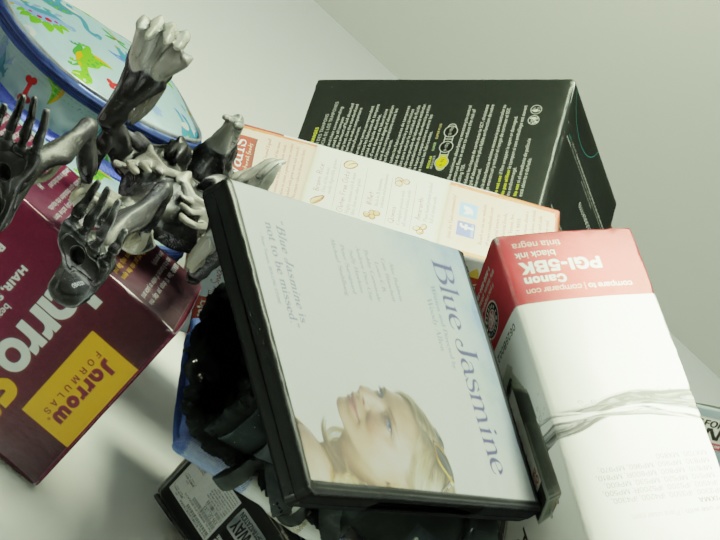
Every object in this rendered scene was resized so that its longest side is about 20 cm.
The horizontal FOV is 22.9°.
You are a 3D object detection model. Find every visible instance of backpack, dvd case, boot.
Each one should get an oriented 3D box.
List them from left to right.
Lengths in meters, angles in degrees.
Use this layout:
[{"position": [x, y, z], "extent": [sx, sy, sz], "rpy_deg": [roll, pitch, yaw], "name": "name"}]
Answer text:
[{"position": [-0.182, -0.065, 1.002], "extent": [0.183, 0.147, 0.200], "rpy_deg": [28, 23, -40], "name": "backpack"}, {"position": [-0.013, 0.061, 0.879], "extent": [0.162, 0.073, 0.199], "rpy_deg": [37, 23, -24], "name": "boot"}, {"position": [0.011, 0.042, 0.808], "extent": [0.200, 0.017, 0.143], "rpy_deg": [15, 53, -56], "name": "dvd case"}]

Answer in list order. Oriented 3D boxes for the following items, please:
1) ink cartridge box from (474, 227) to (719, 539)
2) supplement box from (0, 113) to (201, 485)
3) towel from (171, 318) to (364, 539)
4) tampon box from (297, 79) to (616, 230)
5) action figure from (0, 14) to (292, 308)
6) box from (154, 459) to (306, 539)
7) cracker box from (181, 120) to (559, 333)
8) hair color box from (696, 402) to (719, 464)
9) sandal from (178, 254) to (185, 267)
[{"position": [0.114, 0.101, 0.925], "extent": [0.082, 0.147, 0.201], "rpy_deg": [-3, 52, -15], "name": "ink cartridge box"}, {"position": [-0.190, -0.009, 0.865], "extent": [0.200, 0.110, 0.086], "rpy_deg": [42, 13, -7], "name": "supplement box"}, {"position": [-0.014, 0.112, 0.916], "extent": [0.200, 0.024, 0.147], "rpy_deg": [36, 16, -16], "name": "towel"}, {"position": [0.063, -0.043, 1.276], "extent": [0.199, 0.127, 0.150], "rpy_deg": [3, -33, 25], "name": "tampon box"}, {"position": [-0.089, -0.046, 0.822], "extent": [0.119, 0.102, 0.200], "rpy_deg": [45, 21, 8], "name": "action figure"}, {"position": [0.001, 0.182, 0.933], "extent": [0.200, 0.050, 0.158], "rpy_deg": [50, 14, 32], "name": "box"}, {"position": [0.000, 0.000, 1.025], "extent": [0.199, 0.134, 0.058], "rpy_deg": [15, 50, -6], "name": "cracker box"}, {"position": [0.251, 0.202, 1.349], "extent": [0.060, 0.201, 0.099], "rpy_deg": [13, -1, 24], "name": "hair color box"}, {"position": [-0.072, -0.032, 1.189], "extent": [0.202, 0.050, 0.082], "rpy_deg": [1, 15, 23], "name": "sandal"}]
